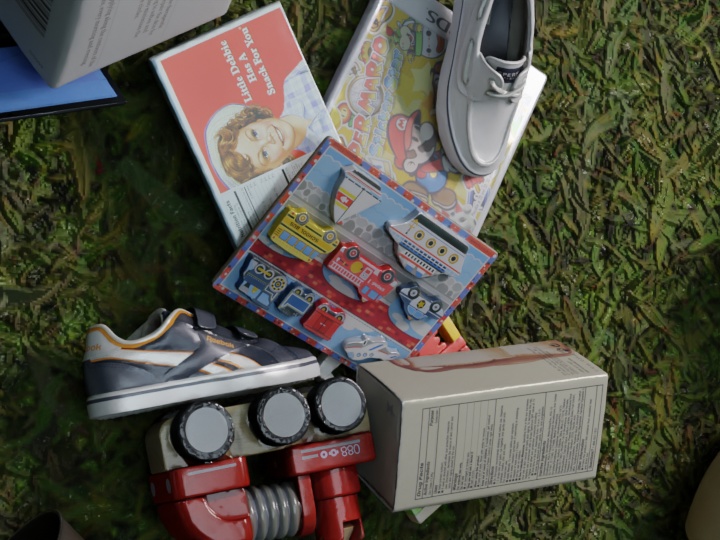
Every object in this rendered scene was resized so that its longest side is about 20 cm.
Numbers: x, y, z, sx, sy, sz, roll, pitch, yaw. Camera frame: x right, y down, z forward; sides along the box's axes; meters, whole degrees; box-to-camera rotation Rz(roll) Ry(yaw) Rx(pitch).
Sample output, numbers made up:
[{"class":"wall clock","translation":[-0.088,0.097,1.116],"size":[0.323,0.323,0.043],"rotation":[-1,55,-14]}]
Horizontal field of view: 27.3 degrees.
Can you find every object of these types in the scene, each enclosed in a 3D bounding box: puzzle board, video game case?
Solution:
[{"class":"puzzle board","translation":[0.000,0.000,1.196],"size":[0.200,0.017,0.151],"rotation":[32,103,-34]},{"class":"video game case","translation":[0.055,-0.130,1.303],"size":[0.182,0.023,0.201],"rotation":[30,77,-21]}]

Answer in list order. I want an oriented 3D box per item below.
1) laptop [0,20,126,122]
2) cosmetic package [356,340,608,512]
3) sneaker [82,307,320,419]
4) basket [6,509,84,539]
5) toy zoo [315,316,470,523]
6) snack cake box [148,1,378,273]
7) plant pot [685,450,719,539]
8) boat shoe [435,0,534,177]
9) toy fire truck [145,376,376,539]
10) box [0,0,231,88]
[{"class":"laptop","translation":[-0.287,-0.205,1.099],"size":[0.176,0.103,0.201],"rotation":[-11,94,-25]},{"class":"cosmetic package","translation":[0.099,0.127,1.249],"size":[0.199,0.087,0.104],"rotation":[-4,110,-27]},{"class":"sneaker","translation":[-0.125,0.066,1.184],"size":[0.199,0.078,0.080],"rotation":[-6,81,-32]},{"class":"basket","translation":[-0.205,0.309,1.116],"size":[0.200,0.136,0.181],"rotation":[40,75,-23]},{"class":"toy zoo","translation":[0.042,0.102,1.293],"size":[0.131,0.020,0.200],"rotation":[-38,105,-21]},{"class":"snack cake box","translation":[-0.079,-0.102,1.201],"size":[0.115,0.067,0.201],"rotation":[-25,100,-6]},{"class":"plant pot","translation":[0.383,0.242,1.378],"size":[0.134,0.200,0.201],"rotation":[-35,106,15]},{"class":"boat shoe","translation":[0.110,-0.174,1.261],"size":[0.073,0.065,0.201],"rotation":[-9,109,-25]},{"class":"toy fire truck","translation":[-0.075,0.200,1.196],"size":[0.175,0.129,0.201],"rotation":[-8,83,-25]},{"class":"box","translation":[-0.187,-0.282,1.052],"size":[0.171,0.199,0.200],"rotation":[-29,77,-30]}]
